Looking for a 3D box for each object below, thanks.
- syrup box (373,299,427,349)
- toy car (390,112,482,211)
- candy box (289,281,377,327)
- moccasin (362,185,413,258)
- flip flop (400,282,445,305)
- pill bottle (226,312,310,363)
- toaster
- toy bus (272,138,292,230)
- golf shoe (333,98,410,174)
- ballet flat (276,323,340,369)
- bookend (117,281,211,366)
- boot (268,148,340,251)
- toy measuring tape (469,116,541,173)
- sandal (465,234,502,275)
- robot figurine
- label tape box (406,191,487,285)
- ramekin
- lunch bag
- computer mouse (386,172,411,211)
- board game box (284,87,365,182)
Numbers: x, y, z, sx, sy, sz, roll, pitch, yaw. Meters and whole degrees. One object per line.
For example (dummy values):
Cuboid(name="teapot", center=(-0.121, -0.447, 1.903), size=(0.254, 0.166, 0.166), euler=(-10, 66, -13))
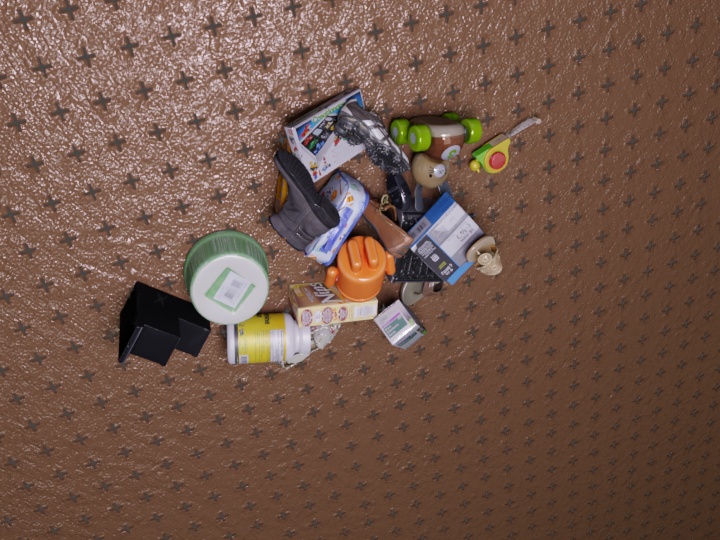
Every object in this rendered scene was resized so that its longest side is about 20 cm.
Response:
Cuboid(name="syrup box", center=(0.103, 0.138, 1.600), size=(0.078, 0.082, 0.200), euler=(-39, 165, 4))
Cuboid(name="toy car", center=(0.166, -0.236, 1.433), size=(0.161, 0.157, 0.205), euler=(-12, 115, -23))
Cuboid(name="candy box", center=(-0.067, 0.075, 1.550), size=(0.195, 0.116, 0.057), euler=(-5, 118, -17))
Cuboid(name="moccasin", center=(0.053, -0.122, 1.442), size=(0.078, 0.203, 0.073), euler=(-44, 140, 16))
Cuboid(name="flip flop", center=(0.190, 0.028, 1.649), size=(0.196, 0.058, 0.082), euler=(-26, 122, -5))
Cuboid(name="pill bottle", center=(-0.220, 0.160, 1.535), size=(0.195, 0.113, 0.115), euler=(-2, 118, -12))
Cuboid(name="toaster", center=(0.154, -0.074, 1.547), size=(0.195, 0.119, 0.185), euler=(-1, 118, -18))
Cuboid(name="toy bus", center=(-0.145, -0.179, 1.399), size=(0.064, 0.078, 0.205), euler=(5, 100, -21))
Cuboid(name="golf shoe", center=(0.037, -0.284, 1.358), size=(0.198, 0.096, 0.077), euler=(35, 147, -30))
Cuboid(name="ballet flat", center=(-0.126, 0.187, 1.620), size=(0.198, 0.064, 0.076), euler=(-35, 122, 0))
Cuboid(name="bookend", center=(-0.419, 0.141, 1.413), size=(0.197, 0.199, 0.093), euler=(26, 105, -29))
Cuboid(name="boot", center=(-0.145, -0.136, 1.320), size=(0.130, 0.070, 0.202), euler=(-28, 107, 26))
Cuboid(name="toy measuring tape", center=(0.348, -0.288, 1.532), size=(0.197, 0.074, 0.074), euler=(-31, 123, -1))
Cuboid(name="sandal", center=(0.299, -0.023, 1.471), size=(0.078, 0.070, 0.211), euler=(-46, 163, 8))
Cuboid(name="robot figurine", center=(0.002, 0.000, 1.456), size=(0.144, 0.116, 0.201), euler=(-48, 167, -22))
Cuboid(name="label tape box", center=(0.213, -0.057, 1.469), size=(0.144, 0.064, 0.199), euler=(-45, 121, 8))
Cuboid(name="ramekin", center=(-0.298, 0.022, 1.451), size=(0.195, 0.098, 0.205), euler=(-8, 119, -15))
Cuboid(name="lunch bag", center=(-0.062, -0.113, 1.426), size=(0.074, 0.161, 0.202), euler=(24, 107, -27))
Cuboid(name="computer mouse", center=(0.071, -0.231, 1.439), size=(0.033, 0.058, 0.204), euler=(-21, 95, -23))
Cuboid(name="board game box", center=(-0.062, -0.285, 1.360), size=(0.199, 0.034, 0.129), euler=(-37, 127, -30))
